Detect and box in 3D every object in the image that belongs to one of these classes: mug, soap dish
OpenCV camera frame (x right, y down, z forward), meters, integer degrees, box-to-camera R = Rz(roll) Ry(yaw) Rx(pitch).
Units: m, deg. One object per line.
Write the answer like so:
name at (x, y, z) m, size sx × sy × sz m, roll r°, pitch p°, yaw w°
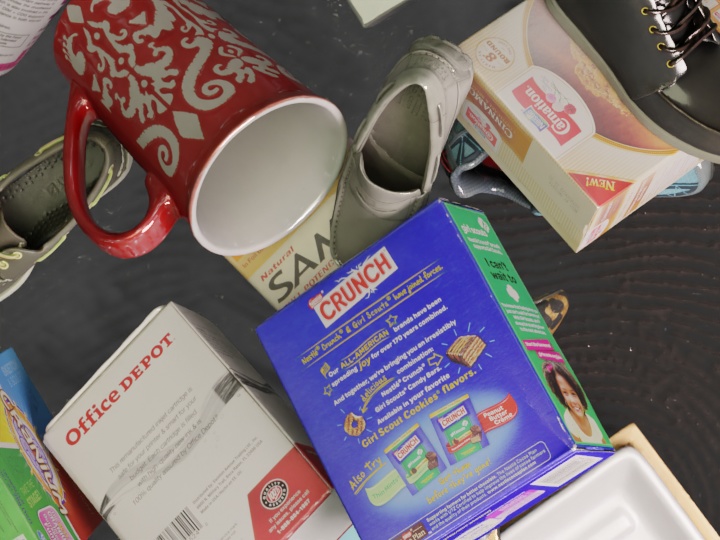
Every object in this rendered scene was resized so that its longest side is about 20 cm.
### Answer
mug at (-0.137, -0.116, 1.489) m, size 0.200 × 0.177 × 0.134 m, roll 45°, pitch 143°, yaw 32°
soap dish at (0.197, 0.234, 1.575) m, size 0.157 × 0.081 × 0.200 m, roll -37°, pitch 93°, yaw 7°

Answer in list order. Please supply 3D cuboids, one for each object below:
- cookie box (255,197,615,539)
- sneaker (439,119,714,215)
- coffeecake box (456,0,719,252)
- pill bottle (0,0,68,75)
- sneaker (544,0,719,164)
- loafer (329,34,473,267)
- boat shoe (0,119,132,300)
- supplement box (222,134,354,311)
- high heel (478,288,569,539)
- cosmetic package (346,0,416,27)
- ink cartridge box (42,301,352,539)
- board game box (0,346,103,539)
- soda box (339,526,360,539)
cookie box at (0.049, 0.080, 1.450) m, size 0.171 × 0.075 × 0.200 m, roll -35°, pitch 69°, yaw 19°
sneaker at (0.154, -0.069, 1.531) m, size 0.199 × 0.096 × 0.079 m, roll 7°, pitch 135°, yaw 9°
coffeecake box at (0.180, -0.134, 1.481) m, size 0.200 × 0.073 × 0.154 m, roll -35°, pitch 74°, yaw -21°
pill bottle at (-0.240, -0.240, 1.503) m, size 0.113 × 0.113 × 0.200 m, roll 45°, pitch 123°, yaw -2°
sneaker at (0.204, -0.158, 1.394) m, size 0.200 × 0.106 × 0.075 m, roll 43°, pitch 67°, yaw 13°
loafer at (0.018, -0.070, 1.454) m, size 0.070 × 0.070 × 0.200 m, roll 27°, pitch 127°, yaw 10°
boat shoe at (-0.257, -0.037, 1.587) m, size 0.202 × 0.060 × 0.072 m, roll -41°, pitch 92°, yaw 7°
supplement box at (0.000, 0.000, 1.567) m, size 0.200 × 0.074 × 0.126 m, roll 45°, pitch 96°, yaw -1°
high heel at (0.108, 0.121, 1.500) m, size 0.200 × 0.071 × 0.143 m, roll -45°, pitch 72°, yaw 5°
cosmetic package at (0.061, -0.268, 1.531) m, size 0.200 × 0.090 × 0.107 m, roll -29°, pitch 94°, yaw 9°
ink cartridge box at (-0.113, 0.145, 1.549) m, size 0.147 × 0.083 × 0.200 m, roll -46°, pitch 64°, yaw 7°
board game box at (-0.254, 0.142, 1.537) m, size 0.040 × 0.200 × 0.153 m, roll -30°, pitch 94°, yaw 6°
soda box at (0.040, 0.169, 1.585) m, size 0.200 × 0.068 × 0.064 m, roll -27°, pitch 93°, yaw 6°
